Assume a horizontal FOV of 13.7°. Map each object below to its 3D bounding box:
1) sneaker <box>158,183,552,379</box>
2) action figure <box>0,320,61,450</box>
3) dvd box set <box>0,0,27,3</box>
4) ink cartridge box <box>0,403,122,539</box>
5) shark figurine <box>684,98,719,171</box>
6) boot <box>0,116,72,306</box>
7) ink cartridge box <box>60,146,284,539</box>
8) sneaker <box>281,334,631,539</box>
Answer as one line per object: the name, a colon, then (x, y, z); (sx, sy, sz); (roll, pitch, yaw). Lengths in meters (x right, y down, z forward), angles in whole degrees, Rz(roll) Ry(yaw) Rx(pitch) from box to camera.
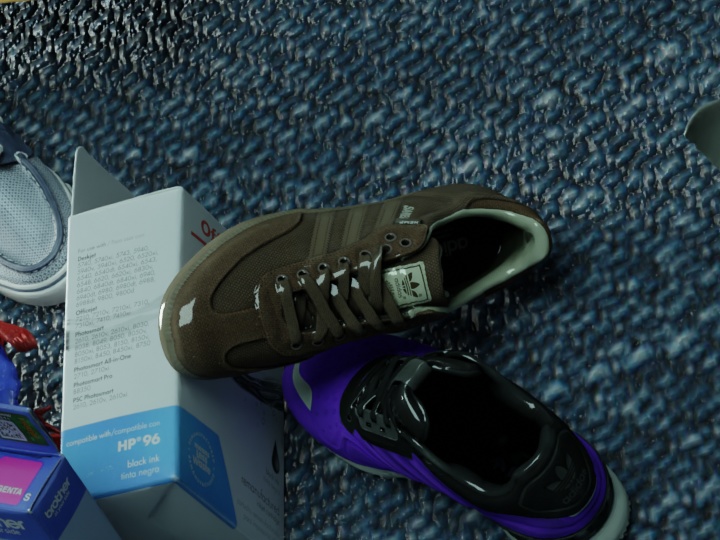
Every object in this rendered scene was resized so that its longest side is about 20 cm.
sneaker: (0.000, 0.000, 1.418); (0.199, 0.071, 0.075); (-22, 13, -29)
action figure: (-0.188, 0.059, 1.553); (0.051, 0.066, 0.200); (-17, 34, -15)
dvd box set: (-0.186, -0.182, 1.661); (0.199, 0.030, 0.146); (-3, 23, 27)
ink cartridge box: (-0.165, 0.133, 1.417); (0.119, 0.200, 0.042); (6, 50, 32)
shark figurine: (0.185, -0.035, 1.381); (0.128, 0.089, 0.216); (-11, 65, 45)
boot: (-0.223, -0.059, 1.626); (0.073, 0.090, 0.200); (-48, 52, -2)
ink cartridge box: (-0.091, 0.040, 1.481); (0.068, 0.116, 0.201); (-14, 59, 21)
sneaker: (0.033, 0.064, 1.408); (0.200, 0.100, 0.070); (24, 75, 36)
